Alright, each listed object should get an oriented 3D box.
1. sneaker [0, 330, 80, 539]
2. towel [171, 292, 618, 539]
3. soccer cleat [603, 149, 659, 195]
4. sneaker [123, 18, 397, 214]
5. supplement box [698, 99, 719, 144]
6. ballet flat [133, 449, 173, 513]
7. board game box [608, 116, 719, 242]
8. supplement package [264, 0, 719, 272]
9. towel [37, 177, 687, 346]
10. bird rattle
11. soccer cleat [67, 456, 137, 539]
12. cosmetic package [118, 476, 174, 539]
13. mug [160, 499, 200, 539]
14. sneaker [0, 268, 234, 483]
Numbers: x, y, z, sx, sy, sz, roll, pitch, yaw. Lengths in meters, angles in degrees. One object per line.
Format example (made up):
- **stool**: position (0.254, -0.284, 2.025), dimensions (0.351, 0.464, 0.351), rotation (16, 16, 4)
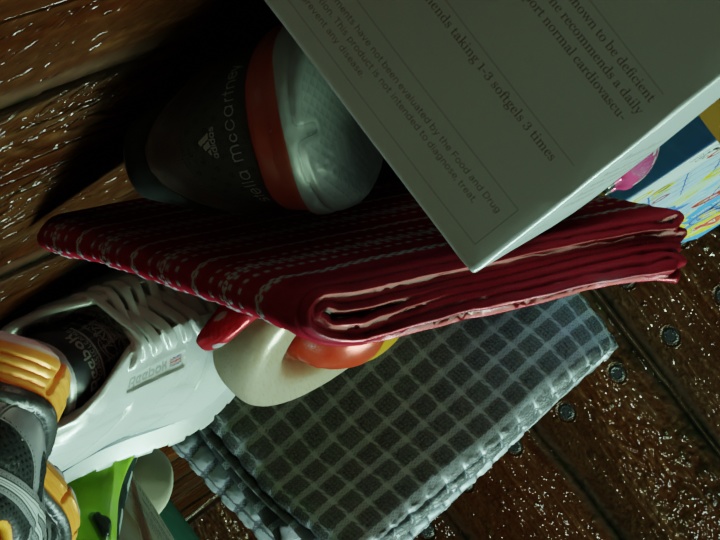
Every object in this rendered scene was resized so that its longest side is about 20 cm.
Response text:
- **sneaker**: position (-0.149, 0.093, 1.090), dimensions (0.200, 0.078, 0.077), rotation (97, 5, -61)
- **towel**: position (0.004, 0.041, 1.440), dimensions (0.200, 0.166, 0.086), rotation (-41, 176, -19)
- **soccer cleat**: position (0.105, -0.098, 1.178), dimensions (0.086, 0.070, 0.200), rotation (-42, 157, -8)
- **sneaker**: position (-0.024, -0.058, 0.971), dimensions (0.082, 0.077, 0.200), rotation (-10, -176, 17)
- **supplement box**: position (0.227, -0.176, 1.210), dimensions (0.200, 0.133, 0.197), rotation (-34, 175, -39)
- **ballet flat**: position (-0.186, 0.127, 1.409), dimensions (0.199, 0.070, 0.069), rotation (-26, 175, -3)
- **board game box**: position (0.170, -0.071, 1.413), dimensions (0.200, 0.056, 0.195), rotation (-35, 167, 37)
- **supplement package**: position (0.087, -0.111, 0.844), dimensions (0.200, 0.117, 0.117), rotation (-38, 176, 22)
- **towel**: position (-0.004, -0.009, 0.966), dimensions (0.144, 0.023, 0.200), rotation (-11, -167, -28)
- **bird rattle**: position (0.000, 0.000, 1.192), dimensions (0.200, 0.113, 0.163), rotation (-38, 163, -44)
- **soccer cleat**: position (-0.134, 0.103, 1.253), dimensions (0.081, 0.067, 0.200), rotation (-48, -164, 54)
- **cosmetic package**: position (-0.129, 0.165, 1.298), dimensions (0.103, 0.087, 0.200), rotation (-30, -150, 2)
- **mug**: position (-0.190, 0.193, 1.852), dimensions (0.152, 0.115, 0.185), rotation (-39, 175, 31)
- **sneaker**: position (-0.098, 0.033, 1.207), dimensions (0.200, 0.076, 0.081), rotation (-36, 167, -36)
